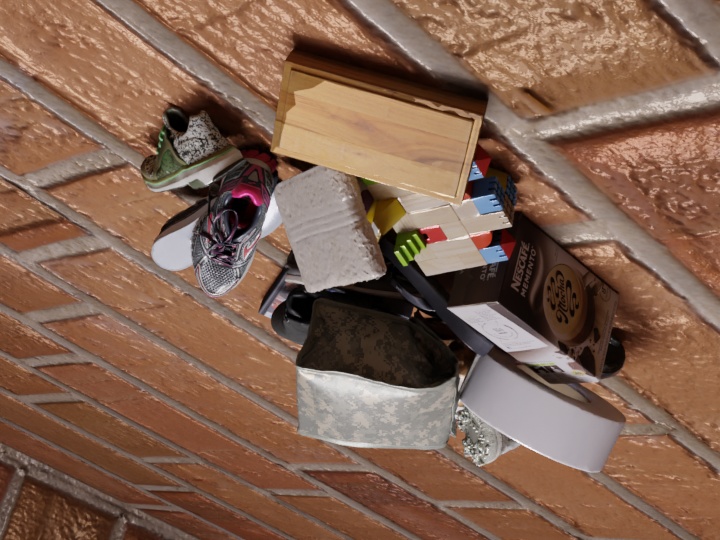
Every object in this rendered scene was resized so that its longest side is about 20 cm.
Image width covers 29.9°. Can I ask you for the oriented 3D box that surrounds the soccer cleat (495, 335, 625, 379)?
[{"bbox_3d":[0.235,0.096,1.703,0.197,0.071,0.086,19,159,-1],"label":"soccer cleat"}]

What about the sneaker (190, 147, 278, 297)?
[{"bbox_3d":[-0.154,-0.046,1.562,0.079,0.075,0.202,16,128,-7],"label":"sneaker"}]

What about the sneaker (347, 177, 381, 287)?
[{"bbox_3d":[-0.019,-0.053,1.570,0.089,0.076,0.200,27,151,0],"label":"sneaker"}]

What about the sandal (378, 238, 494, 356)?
[{"bbox_3d":[0.076,0.033,1.583,0.200,0.043,0.076,49,-169,32],"label":"sandal"}]

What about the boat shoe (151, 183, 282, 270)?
[{"bbox_3d":[-0.167,-0.066,1.641,0.198,0.069,0.074,-29,122,28],"label":"boat shoe"}]

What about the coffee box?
[{"bbox_3d":[0.200,0.036,1.537,0.079,0.114,0.199,-8,147,46],"label":"coffee box"}]

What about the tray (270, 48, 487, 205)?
[{"bbox_3d":[0.016,-0.139,1.313,0.197,0.037,0.100,16,121,5],"label":"tray"}]

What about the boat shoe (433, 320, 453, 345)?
[{"bbox_3d":[0.123,0.107,1.807,0.075,0.075,0.199,31,155,-29],"label":"boat shoe"}]

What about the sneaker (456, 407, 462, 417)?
[{"bbox_3d":[0.136,0.173,1.950,0.198,0.072,0.098,20,160,-1],"label":"sneaker"}]

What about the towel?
[{"bbox_3d":[-0.034,-0.047,1.453,0.034,0.134,0.199,-22,-176,-23],"label":"towel"}]

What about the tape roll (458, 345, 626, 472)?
[{"bbox_3d":[0.219,0.165,1.641,0.200,0.072,0.203,25,-172,-4],"label":"tape roll"}]

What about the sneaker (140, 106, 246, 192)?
[{"bbox_3d":[-0.199,-0.144,1.520,0.199,0.076,0.090,0,115,56],"label":"sneaker"}]

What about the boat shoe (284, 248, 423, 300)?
[{"bbox_3d":[0.000,0.000,1.689,0.197,0.058,0.067,8,176,13],"label":"boat shoe"}]

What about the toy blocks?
[{"bbox_3d":[0.101,-0.071,1.416,0.135,0.101,0.201,-10,137,27],"label":"toy blocks"}]

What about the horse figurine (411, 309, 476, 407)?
[{"bbox_3d":[0.116,0.128,1.735,0.130,0.050,0.201,-4,138,10],"label":"horse figurine"}]

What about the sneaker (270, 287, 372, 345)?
[{"bbox_3d":[-0.068,0.051,1.733,0.090,0.077,0.199,17,165,-32],"label":"sneaker"}]

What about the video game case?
[{"bbox_3d":[-0.038,0.055,1.874,0.178,0.026,0.200,22,157,-8],"label":"video game case"}]

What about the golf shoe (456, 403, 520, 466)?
[{"bbox_3d":[0.176,0.199,1.715,0.096,0.080,0.200,-10,178,0],"label":"golf shoe"}]

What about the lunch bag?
[{"bbox_3d":[0.027,0.135,1.630,0.197,0.119,0.165,12,144,8],"label":"lunch bag"}]
